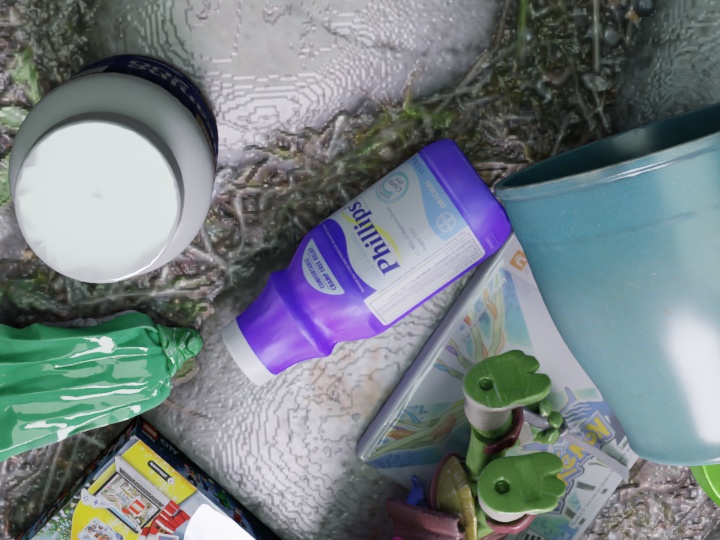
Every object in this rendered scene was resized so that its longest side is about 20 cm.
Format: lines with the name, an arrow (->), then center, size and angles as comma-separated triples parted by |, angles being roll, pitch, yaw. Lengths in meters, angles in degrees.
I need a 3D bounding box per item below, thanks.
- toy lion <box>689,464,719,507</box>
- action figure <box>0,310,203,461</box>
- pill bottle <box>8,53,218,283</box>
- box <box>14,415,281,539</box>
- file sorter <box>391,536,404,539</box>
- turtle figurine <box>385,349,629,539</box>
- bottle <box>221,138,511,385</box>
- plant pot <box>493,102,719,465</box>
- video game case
toy lion -> 0.298, 0.075, 0.780 | 0.191, 0.069, 0.201 | 36, 86, -8
action figure -> -0.203, 0.071, 0.740 | 0.198, 0.055, 0.120 | -12, 105, -10
pill bottle -> -0.138, -0.061, 0.633 | 0.110, 0.200, 0.112 | -2, 106, -5
box -> -0.135, 0.221, 0.796 | 0.137, 0.038, 0.200 | -44, 105, 6
file sorter -> 0.053, 0.300, 0.713 | 0.199, 0.126, 0.139 | 34, 135, -7
turtle figurine -> 0.121, 0.142, 0.714 | 0.198, 0.195, 0.145 | 23, 63, 18
bottle -> 0.000, 0.000, 0.726 | 0.199, 0.084, 0.065 | -35, 147, 5
plant pot -> 0.203, 0.008, 0.674 | 0.198, 0.200, 0.190 | -18, 98, -1
video game case -> 0.124, 0.098, 0.797 | 0.181, 0.022, 0.201 | 32, 100, -13
